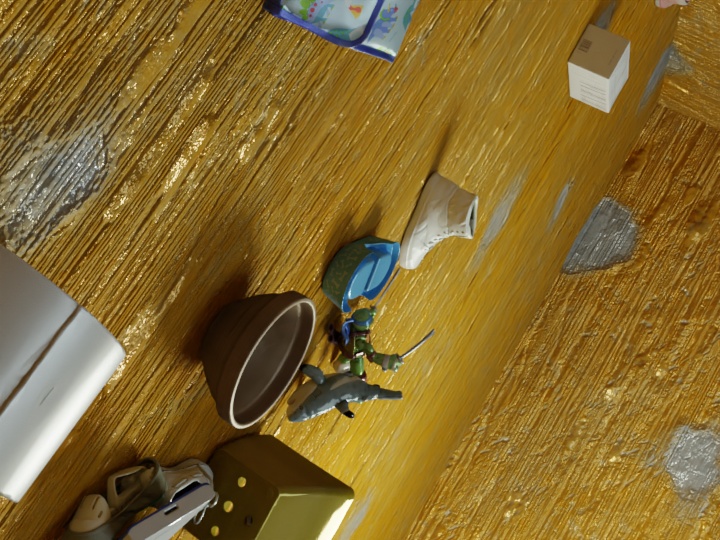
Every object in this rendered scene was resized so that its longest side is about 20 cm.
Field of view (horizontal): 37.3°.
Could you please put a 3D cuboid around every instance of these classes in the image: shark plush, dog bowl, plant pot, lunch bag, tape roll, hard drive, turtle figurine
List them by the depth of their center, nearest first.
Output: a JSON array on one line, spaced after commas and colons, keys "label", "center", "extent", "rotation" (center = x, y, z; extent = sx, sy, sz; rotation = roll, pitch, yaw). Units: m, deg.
[{"label": "tape roll", "center": [-0.298, 0.061, 0.802], "extent": [0.139, 0.202, 0.203], "rotation": [-56, 161, -19]}, {"label": "lunch bag", "center": [-0.009, -0.337, 1.166], "extent": [0.200, 0.127, 0.171], "rotation": [5, 115, -57]}, {"label": "hard drive", "center": [-0.283, 0.351, 1.395], "extent": [0.132, 0.025, 0.200], "rotation": [-25, 165, -44]}, {"label": "plant pot", "center": [-0.152, 0.106, 1.450], "extent": [0.201, 0.092, 0.201], "rotation": [-52, 159, -29]}, {"label": "plant pot", "center": [-0.164, 0.380, 1.682], "extent": [0.201, 0.200, 0.176], "rotation": [-61, 152, -2]}, {"label": "dog bowl", "center": [0.000, 0.000, 1.787], "extent": [0.200, 0.049, 0.112], "rotation": [-24, 139, -62]}, {"label": "shark plush", "center": [-0.030, 0.227, 1.846], "extent": [0.091, 0.199, 0.084], "rotation": [114, -24, -43]}, {"label": "turtle figurine", "center": [0.029, 0.136, 1.906], "extent": [0.200, 0.144, 0.194], "rotation": [-31, 153, -40]}]

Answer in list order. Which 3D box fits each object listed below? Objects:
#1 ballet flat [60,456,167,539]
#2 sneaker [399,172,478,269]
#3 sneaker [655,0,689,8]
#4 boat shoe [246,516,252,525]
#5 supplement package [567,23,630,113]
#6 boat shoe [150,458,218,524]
[{"label": "ballet flat", "center": [-0.320, 0.298, 1.342], "extent": [0.200, 0.067, 0.064], "rotation": [-36, 121, -55]}, {"label": "sneaker", "center": [0.151, -0.070, 1.998], "extent": [0.074, 0.115, 0.201], "rotation": [-35, 150, -58]}, {"label": "sneaker", "center": [0.907, -0.789, 3.059], "extent": [0.076, 0.104, 0.200], "rotation": [-65, 163, 5]}, {"label": "boat shoe", "center": [-0.175, 0.452, 1.949], "extent": [0.072, 0.072, 0.201], "rotation": [18, 90, -67]}, {"label": "supplement package", "center": [0.575, -0.484, 2.571], "extent": [0.114, 0.109, 0.200], "rotation": [-60, 162, -8]}, {"label": "boat shoe", "center": [-0.242, 0.317, 1.520], "extent": [0.075, 0.086, 0.202], "rotation": [-61, 162, -3]}]
